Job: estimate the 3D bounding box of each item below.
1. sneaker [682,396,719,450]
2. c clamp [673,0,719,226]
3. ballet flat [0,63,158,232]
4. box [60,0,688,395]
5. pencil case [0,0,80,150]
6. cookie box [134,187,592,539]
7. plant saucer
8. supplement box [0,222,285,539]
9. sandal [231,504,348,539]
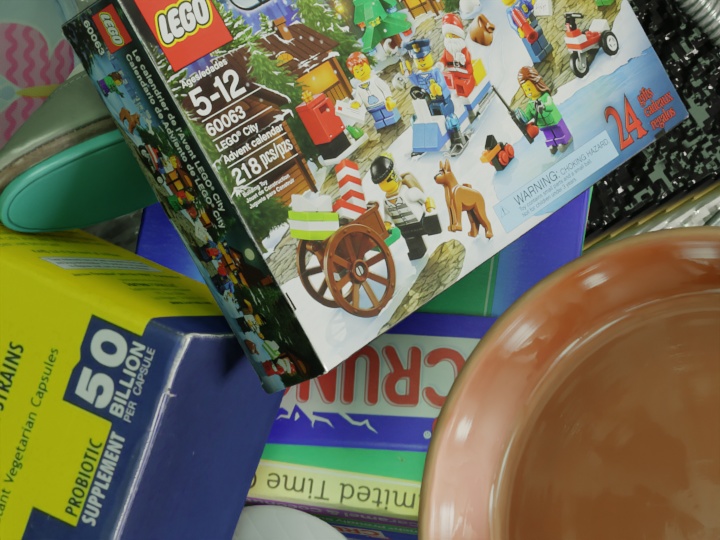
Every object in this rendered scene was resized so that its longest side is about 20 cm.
[{"bbox_3d":[0.178,0.073,0.845,0.199,0.109,0.070,34,80,12],"label":"sneaker"},{"bbox_3d":[0.129,-0.130,0.856,0.171,0.027,0.200,-38,99,3],"label":"c clamp"},{"bbox_3d":[-0.054,-0.065,0.819,0.199,0.067,0.064,-17,65,-31],"label":"ballet flat"},{"bbox_3d":[0.012,-0.066,0.787,0.200,0.038,0.137,-34,98,-38],"label":"box"},{"bbox_3d":[-0.169,-0.098,0.873,0.091,0.200,0.083,-43,120,-6],"label":"pencil case"},{"bbox_3d":[0.000,0.000,0.894,0.170,0.075,0.201,7,76,5],"label":"cookie box"},{"bbox_3d":[0.115,0.086,0.781,0.199,0.032,0.202,-4,82,26],"label":"plant saucer"},{"bbox_3d":[-0.139,0.034,0.803,0.199,0.109,0.110,22,97,19],"label":"supplement box"},{"bbox_3d":[-0.074,0.161,0.870,0.206,0.059,0.079,-37,65,16],"label":"sandal"}]
